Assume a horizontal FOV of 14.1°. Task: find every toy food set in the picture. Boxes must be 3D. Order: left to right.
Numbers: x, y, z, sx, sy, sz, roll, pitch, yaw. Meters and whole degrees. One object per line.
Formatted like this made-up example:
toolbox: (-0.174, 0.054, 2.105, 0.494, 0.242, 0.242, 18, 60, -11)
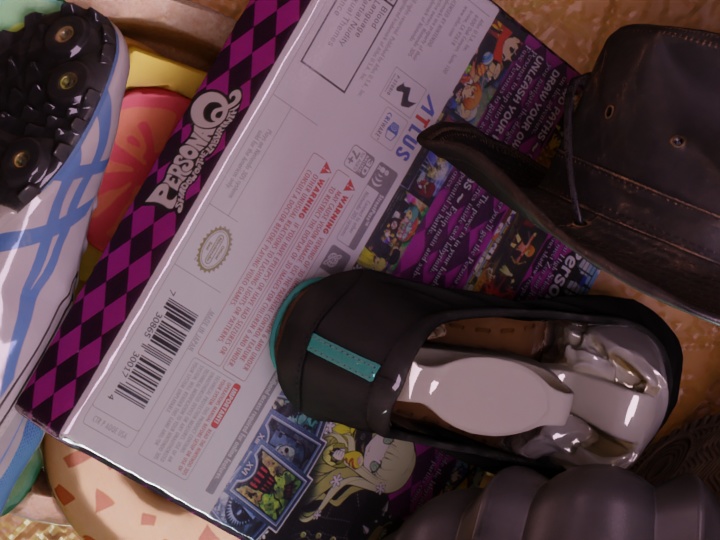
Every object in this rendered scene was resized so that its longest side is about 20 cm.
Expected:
toy food set: (-0.092, 0.001, 1.021, 0.197, 0.049, 0.201, 19, 98, -13)

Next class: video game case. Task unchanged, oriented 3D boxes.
video game case: (0.000, 0.000, 0.990, 0.181, 0.036, 0.201, 33, 85, -42)

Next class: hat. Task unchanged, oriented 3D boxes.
hat: (0.122, -0.032, 0.915, 0.200, 0.201, 0.081, 24, 98, -13)

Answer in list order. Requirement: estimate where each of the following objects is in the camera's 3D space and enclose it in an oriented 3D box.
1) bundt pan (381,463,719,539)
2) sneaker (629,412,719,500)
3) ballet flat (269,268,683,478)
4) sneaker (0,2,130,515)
bundt pan: (0.085, 0.131, 0.979, 0.201, 0.202, 0.076, 20, 54, -13)
sneaker: (0.170, 0.097, 1.029, 0.108, 0.070, 0.200, 44, 135, -17)
ballet flat: (0.057, 0.043, 0.984, 0.199, 0.068, 0.068, 6, 103, -43)
sneaker: (-0.121, 0.009, 0.966, 0.072, 0.072, 0.201, 21, 89, -52)
